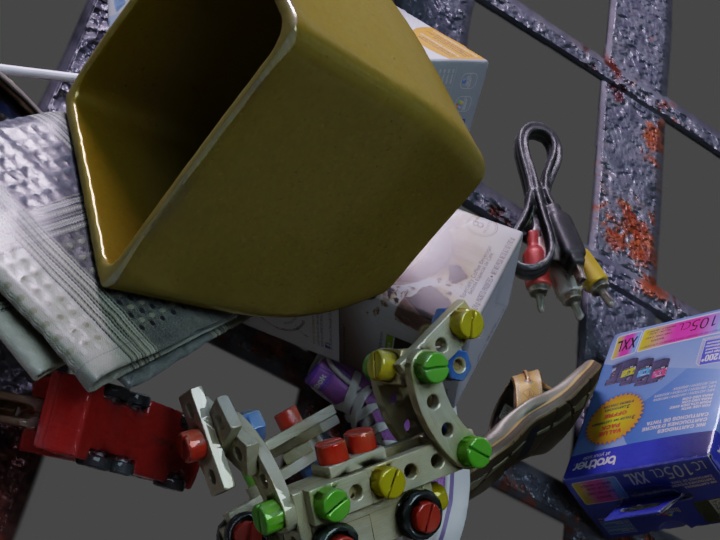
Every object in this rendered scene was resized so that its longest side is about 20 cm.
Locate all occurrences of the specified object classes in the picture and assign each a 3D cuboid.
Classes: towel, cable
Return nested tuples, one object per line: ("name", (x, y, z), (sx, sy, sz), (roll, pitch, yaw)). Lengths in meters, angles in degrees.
("towel", (-0.170, -0.016, 0.820), (0.200, 0.035, 0.192), (43, 29, 13))
("cable", (0.156, -0.046, 1.215), (0.096, 0.051, 0.201), (-1, 51, -18))

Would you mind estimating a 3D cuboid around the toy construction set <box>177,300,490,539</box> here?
("toy construction set", (-0.007, 0.103, 0.829), (0.198, 0.092, 0.132), (-13, 97, -17))

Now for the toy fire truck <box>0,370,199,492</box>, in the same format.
("toy fire truck", (-0.194, 0.085, 0.817), (0.200, 0.140, 0.049), (37, 64, -64))

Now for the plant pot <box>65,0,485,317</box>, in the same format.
("plant pot", (-0.041, -0.086, 0.848), (0.199, 0.196, 0.195), (23, 30, -35))

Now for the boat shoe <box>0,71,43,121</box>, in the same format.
("boat shoe", (-0.215, -0.063, 0.919), (0.200, 0.059, 0.072), (46, 46, -4))

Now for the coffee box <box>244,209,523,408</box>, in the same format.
("coffee box", (0.000, 0.000, 0.968), (0.198, 0.080, 0.113), (20, 46, 14))

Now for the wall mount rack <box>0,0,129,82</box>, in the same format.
("wall mount rack", (-0.192, -0.202, 0.997), (0.075, 0.172, 0.202), (54, 25, -58))

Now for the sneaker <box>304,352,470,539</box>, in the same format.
("sneaker", (0.012, 0.115, 0.981), (0.113, 0.073, 0.202), (12, 50, -23))

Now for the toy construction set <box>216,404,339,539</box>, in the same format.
("toy construction set", (-0.017, 0.181, 0.895), (0.130, 0.092, 0.201), (-27, 72, -19))

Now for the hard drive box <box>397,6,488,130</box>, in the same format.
("hard drive box", (-0.028, -0.155, 1.057), (0.199, 0.077, 0.156), (-8, 34, -39))

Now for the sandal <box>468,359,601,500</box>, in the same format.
("sandal", (0.122, 0.113, 1.063), (0.199, 0.081, 0.054), (-26, 59, -39))

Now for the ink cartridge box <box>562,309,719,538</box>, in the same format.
("ink cartridge box", (0.248, 0.130, 1.084), (0.076, 0.136, 0.201), (50, 44, -24))
